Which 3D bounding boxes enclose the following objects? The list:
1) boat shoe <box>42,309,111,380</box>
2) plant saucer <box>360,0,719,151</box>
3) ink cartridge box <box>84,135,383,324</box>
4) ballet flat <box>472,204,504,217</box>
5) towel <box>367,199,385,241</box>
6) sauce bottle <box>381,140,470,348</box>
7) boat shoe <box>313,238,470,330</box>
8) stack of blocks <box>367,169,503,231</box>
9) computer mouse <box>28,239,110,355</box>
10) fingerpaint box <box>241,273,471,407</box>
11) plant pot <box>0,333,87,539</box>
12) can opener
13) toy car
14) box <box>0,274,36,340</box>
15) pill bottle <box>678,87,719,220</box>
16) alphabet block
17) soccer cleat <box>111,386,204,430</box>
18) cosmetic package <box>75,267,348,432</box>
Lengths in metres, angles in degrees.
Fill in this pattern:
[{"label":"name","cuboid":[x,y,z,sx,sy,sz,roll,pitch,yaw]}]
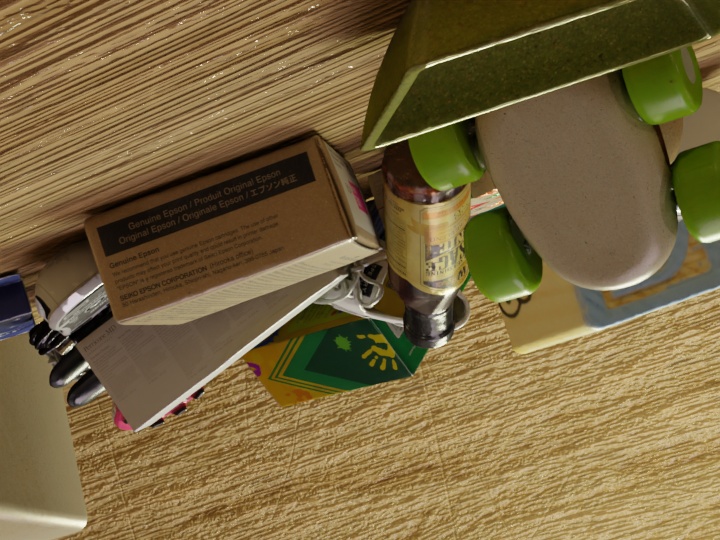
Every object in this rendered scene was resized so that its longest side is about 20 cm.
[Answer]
[{"label":"boat shoe","cuboid":[-0.243,0.060,1.489,0.068,0.074,0.199,-36,180,-11]},{"label":"plant saucer","cuboid":[0.094,-0.120,0.774,0.198,0.048,0.200,-19,176,-7]},{"label":"ink cartridge box","cuboid":[-0.079,-0.023,1.165,0.163,0.076,0.200,-21,176,4]},{"label":"ballet flat","cuboid":[0.148,-0.089,1.465,0.198,0.069,0.067,-19,-176,28]},{"label":"towel","cuboid":[-0.044,-0.018,1.550,0.199,0.024,0.145,-21,-158,39]},{"label":"sauce bottle","cuboid":[0.050,-0.018,1.252,0.065,0.066,0.201,-18,144,-8]},{"label":"boat shoe","cuboid":[-0.001,0.005,1.356,0.200,0.075,0.086,25,177,-19]},{"label":"stack of blocks","cuboid":[0.084,-0.077,1.327,0.114,0.059,0.200,-16,176,-31]},{"label":"computer mouse","cuboid":[-0.200,0.010,1.240,0.109,0.044,0.200,-38,177,-11]},{"label":"fingerpaint box","cuboid":[0.010,0.019,1.537,0.166,0.074,0.201,-17,-151,42]},{"label":"plant pot","cuboid":[-0.396,0.163,1.580,0.198,0.202,0.177,-20,164,22]},{"label":"can opener","cuboid":[-0.169,0.033,1.391,0.199,0.063,0.079,-39,136,-7]},{"label":"toy car","cuboid":[0.142,-0.099,1.044,0.163,0.159,0.201,-16,-153,25]},{"label":"box","cuboid":[-0.312,0.043,1.324,0.120,0.033,0.200,-18,176,-11]},{"label":"pill bottle","cuboid":[0.284,-0.103,1.569,0.112,0.114,0.200,-18,176,-4]},{"label":"alphabet block","cuboid":[0.262,-0.034,1.919,0.194,0.198,0.200,-15,177,-22]},{"label":"soccer cleat","cuboid":[-0.160,0.059,1.534,0.200,0.087,0.070,-45,148,25]},{"label":"cosmetic package","cuboid":[-0.113,0.030,1.315,0.199,0.083,0.051,-36,177,8]}]
